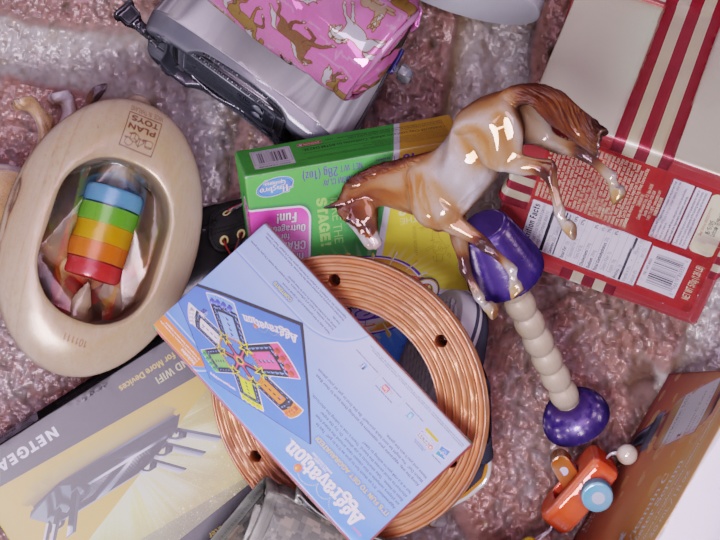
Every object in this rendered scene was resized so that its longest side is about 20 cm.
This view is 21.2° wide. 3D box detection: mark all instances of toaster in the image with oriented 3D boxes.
[{"bbox_3d":[-0.061,-0.171,1.372,0.200,0.114,0.129,35,79,2],"label":"toaster"}]

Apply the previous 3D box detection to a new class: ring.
[{"bbox_3d":[-0.007,0.086,1.296,0.200,0.019,0.201,5,104,21],"label":"ring"}]

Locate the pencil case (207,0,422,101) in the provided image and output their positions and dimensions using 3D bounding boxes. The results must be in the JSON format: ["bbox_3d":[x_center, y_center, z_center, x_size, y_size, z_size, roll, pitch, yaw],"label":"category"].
[{"bbox_3d":[-0.055,-0.200,1.282,0.200,0.087,0.083,38,120,4],"label":"pencil case"}]

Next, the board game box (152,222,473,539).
[{"bbox_3d":[-0.032,0.075,1.255,0.103,0.019,0.200,-42,84,-9],"label":"board game box"}]

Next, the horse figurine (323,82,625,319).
[{"bbox_3d":[0.082,-0.057,1.232,0.133,0.200,0.050,49,37,6],"label":"horse figurine"}]

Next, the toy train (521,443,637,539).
[{"bbox_3d":[0.126,0.186,1.321,0.056,0.200,0.150,39,106,-5],"label":"toy train"}]

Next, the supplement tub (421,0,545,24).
[{"bbox_3d":[0.100,-0.293,1.382,0.144,0.145,0.201,19,84,-4],"label":"supplement tub"}]

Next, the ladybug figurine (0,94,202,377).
[{"bbox_3d":[-0.182,-0.025,1.328,0.135,0.072,0.201,22,81,-16],"label":"ladybug figurine"}]

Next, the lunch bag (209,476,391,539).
[{"bbox_3d":[-0.044,0.251,1.291,0.164,0.118,0.200,30,107,-15],"label":"lunch bag"}]

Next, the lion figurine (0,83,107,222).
[{"bbox_3d":[-0.258,-0.052,1.361,0.199,0.072,0.123,-18,94,-11],"label":"lion figurine"}]

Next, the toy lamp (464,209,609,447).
[{"bbox_3d":[0.121,0.039,1.345,0.058,0.058,0.200,-37,128,-8],"label":"toy lamp"}]

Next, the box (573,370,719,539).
[{"bbox_3d":[0.247,0.159,1.330,0.106,0.200,0.153,31,83,-4],"label":"box"}]

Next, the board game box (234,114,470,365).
[{"bbox_3d":[0.000,0.000,1.344,0.153,0.040,0.201,-11,121,-8],"label":"board game box"}]

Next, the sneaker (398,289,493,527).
[{"bbox_3d":[0.060,0.100,1.348,0.079,0.079,0.200,14,125,-16],"label":"sneaker"}]

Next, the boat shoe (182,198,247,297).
[{"bbox_3d":[-0.078,-0.019,1.382,0.201,0.063,0.074,-19,92,-6],"label":"boat shoe"}]

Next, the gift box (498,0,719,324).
[{"bbox_3d":[0.212,-0.091,1.338,0.199,0.185,0.187,22,54,2],"label":"gift box"}]

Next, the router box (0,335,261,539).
[{"bbox_3d":[-0.153,0.147,1.352,0.200,0.052,0.158,-33,99,-8],"label":"router box"}]
